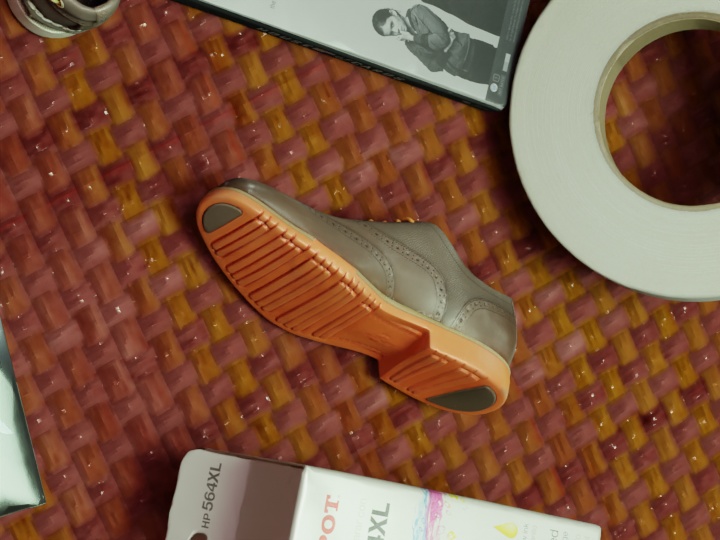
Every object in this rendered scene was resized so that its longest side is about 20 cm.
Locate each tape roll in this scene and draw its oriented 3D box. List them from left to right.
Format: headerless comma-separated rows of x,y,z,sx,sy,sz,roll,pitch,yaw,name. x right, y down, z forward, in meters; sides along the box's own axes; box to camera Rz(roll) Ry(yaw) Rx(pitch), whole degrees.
0.181,-0.083,1.321,0.202,0.037,0.203,-1,86,11,tape roll

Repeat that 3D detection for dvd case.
0.006,-0.185,1.304,0.200,0.025,0.151,18,81,-25,dvd case

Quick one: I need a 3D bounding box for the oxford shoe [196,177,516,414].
0.000,0.000,1.284,0.200,0.071,0.073,35,55,-27,oxford shoe

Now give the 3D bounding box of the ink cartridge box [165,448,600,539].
-0.003,0.169,1.237,0.200,0.125,0.129,14,83,-27,ink cartridge box

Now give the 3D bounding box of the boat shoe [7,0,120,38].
-0.160,-0.214,1.198,0.072,0.059,0.200,-17,97,-26,boat shoe

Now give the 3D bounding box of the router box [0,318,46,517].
-0.249,0.036,1.152,0.157,0.052,0.200,-15,96,-26,router box
